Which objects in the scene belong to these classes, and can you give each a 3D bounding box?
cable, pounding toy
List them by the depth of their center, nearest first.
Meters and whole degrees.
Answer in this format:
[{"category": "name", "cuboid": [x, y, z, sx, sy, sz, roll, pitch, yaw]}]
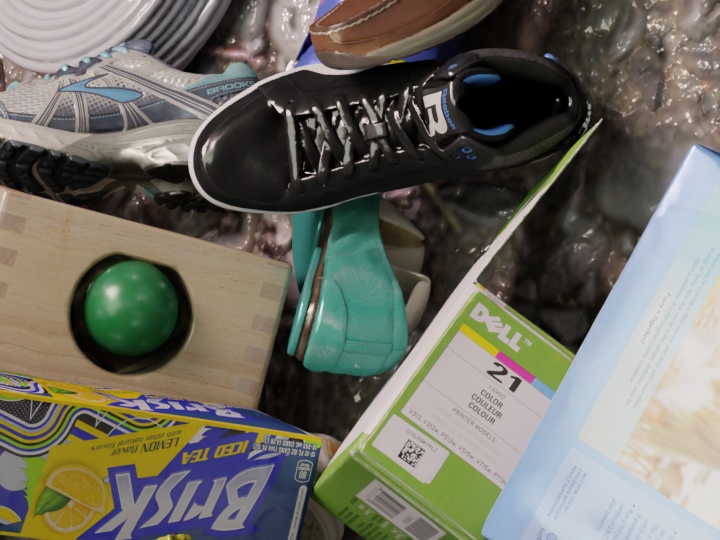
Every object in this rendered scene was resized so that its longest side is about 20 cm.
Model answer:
[{"category": "pounding toy", "cuboid": [-0.150, 0.039, 1.324, 0.200, 0.183, 0.143, -166, 91, -72]}, {"category": "cable", "cuboid": [-0.148, -0.203, 1.508, 0.200, 0.069, 0.200, -42, 57, 22]}]

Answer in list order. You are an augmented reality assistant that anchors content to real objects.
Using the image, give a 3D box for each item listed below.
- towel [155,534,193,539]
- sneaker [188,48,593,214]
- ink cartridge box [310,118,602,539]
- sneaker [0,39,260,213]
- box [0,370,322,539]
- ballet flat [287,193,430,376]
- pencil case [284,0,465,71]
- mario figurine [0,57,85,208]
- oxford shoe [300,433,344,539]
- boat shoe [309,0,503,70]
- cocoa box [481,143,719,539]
[{"category": "towel", "cuboid": [-0.150, 0.184, 1.192, 0.200, 0.018, 0.086, -21, 62, 37]}, {"category": "sneaker", "cuboid": [0.014, -0.075, 1.258, 0.199, 0.112, 0.073, -11, 89, -6]}, {"category": "ink cartridge box", "cuboid": [0.069, 0.040, 1.228, 0.076, 0.148, 0.200, 37, 75, 0]}, {"category": "sneaker", "cuboid": [-0.146, -0.084, 1.435, 0.199, 0.078, 0.087, 5, 63, -5]}, {"category": "box", "cuboid": [-0.121, 0.093, 1.223, 0.064, 0.199, 0.070, 18, 96, 56]}, {"category": "ballet flat", "cuboid": [0.000, 0.000, 1.325, 0.200, 0.070, 0.068, -91, 17, -64]}, {"category": "pencil case", "cuboid": [0.023, -0.161, 1.354, 0.086, 0.078, 0.201, 18, 89, 5]}, {"category": "mario figurine", "cuboid": [-0.249, -0.052, 1.522, 0.200, 0.106, 0.124, -22, 100, 41]}, {"category": "oxford shoe", "cuboid": [-0.073, 0.119, 1.380, 0.199, 0.075, 0.058, -6, 34, 45]}, {"category": "boat shoe", "cuboid": [0.049, -0.169, 1.279, 0.200, 0.072, 0.076, -37, 23, -24]}, {"category": "cocoa box", "cuboid": [0.172, 0.067, 1.134, 0.133, 0.131, 0.201, 32, 99, 27]}]
